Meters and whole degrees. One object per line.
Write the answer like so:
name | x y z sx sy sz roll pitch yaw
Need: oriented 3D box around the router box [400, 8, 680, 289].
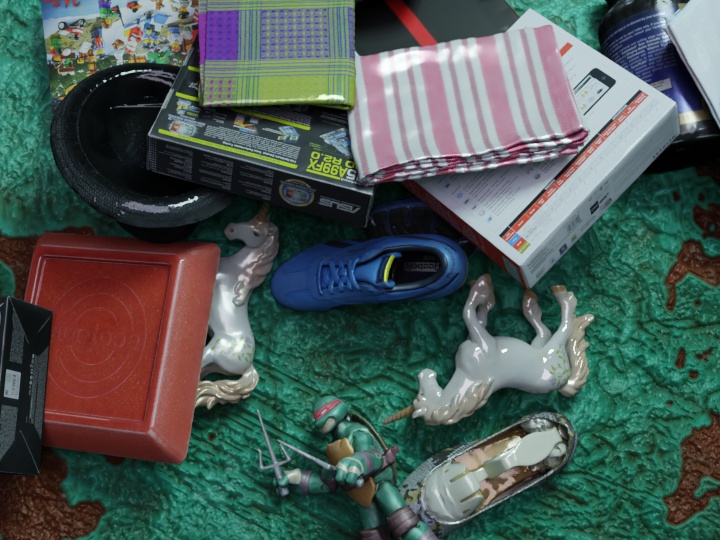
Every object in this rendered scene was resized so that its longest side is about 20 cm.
router box | 0.153 -0.114 1.005 0.200 0.049 0.179 -45 59 -5

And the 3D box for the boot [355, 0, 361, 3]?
boot | -0.008 -0.281 1.080 0.145 0.070 0.202 1 56 26

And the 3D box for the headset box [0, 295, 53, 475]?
headset box | -0.383 0.105 0.994 0.198 0.077 0.151 -4 76 18

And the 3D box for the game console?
game console | 0.054 -0.246 1.118 0.176 0.031 0.201 -33 64 -4

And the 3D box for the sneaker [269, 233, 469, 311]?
sneaker | 0.000 0.000 1.034 0.198 0.078 0.067 -6 86 19

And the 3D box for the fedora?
fedora | -0.192 -0.097 1.031 0.198 0.092 0.202 6 50 -7

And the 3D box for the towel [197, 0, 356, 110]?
towel | -0.074 -0.222 1.002 0.142 0.023 0.202 -2 58 -3

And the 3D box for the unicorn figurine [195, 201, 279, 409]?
unicorn figurine | -0.136 0.029 1.056 0.136 0.074 0.203 -8 94 -5

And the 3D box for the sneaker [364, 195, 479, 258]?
sneaker | 0.102 -0.053 1.084 0.198 0.079 0.076 -6 119 8

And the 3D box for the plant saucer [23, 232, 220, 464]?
plant saucer | -0.237 0.063 1.018 0.197 0.037 0.202 4 78 20

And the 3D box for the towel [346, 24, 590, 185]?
towel | 0.085 -0.148 0.963 0.198 0.030 0.147 -9 53 -1

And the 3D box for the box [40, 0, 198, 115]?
box | -0.211 -0.220 1.117 0.198 0.038 0.138 -9 78 -5

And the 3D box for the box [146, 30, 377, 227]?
box | -0.071 -0.132 0.995 0.198 0.044 0.161 14 50 1

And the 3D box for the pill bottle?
pill bottle | 0.297 -0.207 1.102 0.110 0.112 0.202 -9 78 -5

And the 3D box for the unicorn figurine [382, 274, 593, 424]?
unicorn figurine | 0.126 0.078 1.041 0.197 0.074 0.139 5 79 -4

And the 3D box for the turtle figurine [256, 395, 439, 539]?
turtle figurine | -0.008 0.185 0.991 0.100 0.150 0.201 -31 83 -25

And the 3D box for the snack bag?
snack bag | 0.373 -0.190 1.073 0.201 0.021 0.189 57 47 -11

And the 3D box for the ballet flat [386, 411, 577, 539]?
ballet flat | 0.113 0.185 1.027 0.199 0.072 0.073 -27 80 -8
